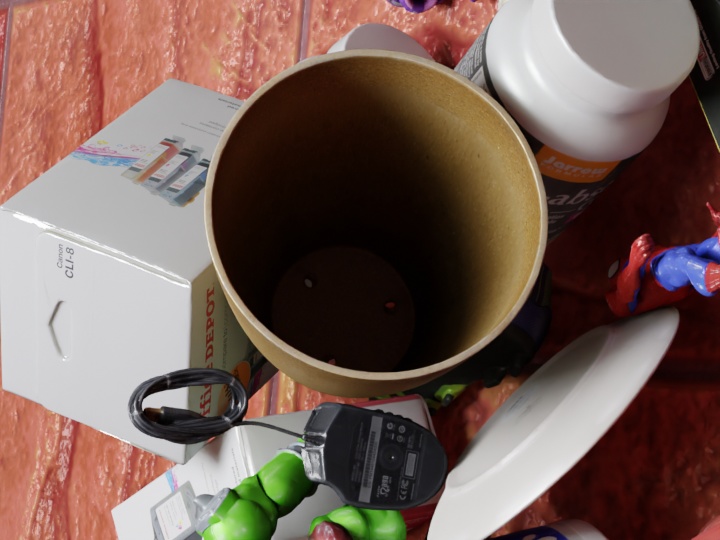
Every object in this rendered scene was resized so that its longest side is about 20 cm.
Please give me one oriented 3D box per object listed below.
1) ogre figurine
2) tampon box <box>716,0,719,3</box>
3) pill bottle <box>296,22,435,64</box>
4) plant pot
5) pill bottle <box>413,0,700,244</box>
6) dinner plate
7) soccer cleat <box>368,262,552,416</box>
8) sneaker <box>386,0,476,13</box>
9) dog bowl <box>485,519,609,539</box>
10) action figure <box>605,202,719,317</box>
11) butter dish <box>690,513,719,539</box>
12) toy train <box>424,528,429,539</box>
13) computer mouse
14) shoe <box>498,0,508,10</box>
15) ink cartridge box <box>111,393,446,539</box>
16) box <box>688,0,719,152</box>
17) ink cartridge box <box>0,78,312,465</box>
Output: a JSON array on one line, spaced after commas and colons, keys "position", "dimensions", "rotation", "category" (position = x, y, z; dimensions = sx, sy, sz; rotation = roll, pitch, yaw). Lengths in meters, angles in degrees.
[{"position": [-0.026, 0.184, 1.186], "dimensions": [0.098, 0.119, 0.202], "rotation": [-24, 74, 58], "category": "ogre figurine"}, {"position": [0.255, -0.225, 1.000], "dimensions": [0.199, 0.126, 0.151], "rotation": [-18, 63, 29], "category": "tampon box"}, {"position": [-0.031, -0.077, 1.418], "dimensions": [0.200, 0.115, 0.117], "rotation": [-38, 55, 42], "category": "pill bottle"}, {"position": [0.000, 0.000, 1.182], "dimensions": [0.200, 0.185, 0.188], "rotation": [106, 159, -70], "category": "plant pot"}, {"position": [0.110, -0.097, 1.198], "dimensions": [0.200, 0.115, 0.117], "rotation": [130, 135, -57], "category": "pill bottle"}, {"position": [0.103, 0.086, 1.172], "dimensions": [0.024, 0.200, 0.200], "rotation": [45, 131, -4], "category": "dinner plate"}, {"position": [0.058, 0.041, 1.341], "dimensions": [0.200, 0.065, 0.084], "rotation": [-21, 37, 54], "category": "soccer cleat"}, {"position": [0.026, -0.222, 1.406], "dimensions": [0.200, 0.080, 0.089], "rotation": [13, 101, 52], "category": "sneaker"}, {"position": [0.106, 0.245, 1.144], "dimensions": [0.200, 0.078, 0.202], "rotation": [170, 90, -74], "category": "dog bowl"}, {"position": [0.179, -0.006, 1.116], "dimensions": [0.052, 0.065, 0.200], "rotation": [68, 163, 3], "category": "action figure"}, {"position": [0.217, 0.187, 1.016], "dimensions": [0.200, 0.147, 0.201], "rotation": [-36, 57, 43], "category": "butter dish"}, {"position": [0.034, 0.253, 1.337], "dimensions": [0.046, 0.034, 0.201], "rotation": [31, 106, 63], "category": "toy train"}, {"position": [-0.041, 0.097, 1.177], "dimensions": [0.034, 0.199, 0.059], "rotation": [-16, 59, 66], "category": "computer mouse"}, {"position": [0.137, -0.228, 1.274], "dimensions": [0.200, 0.053, 0.070], "rotation": [-55, 45, 32], "category": "shoe"}, {"position": [-0.055, 0.157, 1.358], "dimensions": [0.200, 0.147, 0.086], "rotation": [-39, 64, 53], "category": "ink cartridge box"}, {"position": [0.258, -0.108, 1.098], "dimensions": [0.160, 0.049, 0.201], "rotation": [-42, 52, 39], "category": "box"}, {"position": [-0.118, -0.003, 1.308], "dimensions": [0.144, 0.200, 0.146], "rotation": [21, 128, 21], "category": "ink cartridge box"}]
